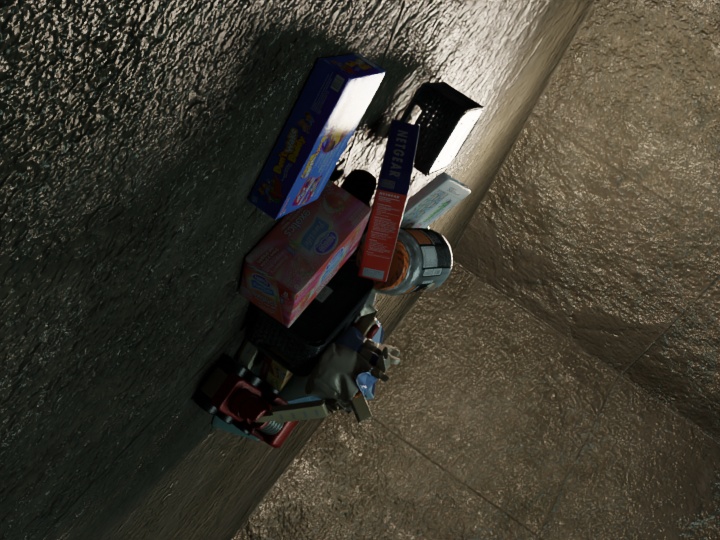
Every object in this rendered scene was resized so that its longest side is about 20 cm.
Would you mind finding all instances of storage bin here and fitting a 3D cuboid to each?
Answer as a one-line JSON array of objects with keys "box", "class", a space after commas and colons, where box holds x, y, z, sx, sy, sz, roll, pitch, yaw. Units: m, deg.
[{"box": [-0.085, 0.063, 1.484, 0.200, 0.135, 0.094, -48, 169, -41], "class": "storage bin"}, {"box": [0.139, -0.261, 1.609, 0.135, 0.094, 0.200, -59, 170, 20], "class": "storage bin"}]

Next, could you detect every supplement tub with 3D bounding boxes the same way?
[{"box": [0.079, -0.018, 1.604, 0.123, 0.122, 0.200, -58, 157, 17], "class": "supplement tub"}]

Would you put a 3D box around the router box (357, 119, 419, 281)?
[{"box": [0.046, -0.115, 1.422, 0.200, 0.049, 0.180, -78, 180, -49], "class": "router box"}]

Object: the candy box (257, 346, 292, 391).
[{"box": [-0.102, 0.116, 1.595, 0.200, 0.055, 0.116, -52, 174, -31], "class": "candy box"}]

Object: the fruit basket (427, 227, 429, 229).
[{"box": [0.055, -0.028, 1.930, 0.216, 0.155, 0.216, -160, -90, -86], "class": "fruit basket"}]

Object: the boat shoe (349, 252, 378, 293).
[{"box": [0.000, 0.000, 1.686, 0.201, 0.061, 0.072, 12, 149, -42], "class": "boat shoe"}]

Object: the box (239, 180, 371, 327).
[{"box": [-0.081, -0.030, 1.305, 0.200, 0.095, 0.103, -50, 169, -34], "class": "box"}]

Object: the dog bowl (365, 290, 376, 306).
[{"box": [-0.024, 0.087, 1.790, 0.200, 0.058, 0.201, -158, -90, -81], "class": "dog bowl"}]

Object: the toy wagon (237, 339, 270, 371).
[{"box": [-0.159, 0.117, 1.611, 0.155, 0.040, 0.200, -59, 172, 20], "class": "toy wagon"}]

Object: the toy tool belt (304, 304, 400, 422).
[{"box": [0.005, 0.162, 1.478, 0.200, 0.123, 0.125, -48, 169, -45], "class": "toy tool belt"}]

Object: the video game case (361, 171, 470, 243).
[{"box": [0.108, -0.107, 1.676, 0.200, 0.024, 0.182, -38, 166, 15], "class": "video game case"}]

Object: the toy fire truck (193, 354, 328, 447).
[{"box": [-0.146, 0.234, 1.462, 0.129, 0.200, 0.176, -53, 144, -8], "class": "toy fire truck"}]

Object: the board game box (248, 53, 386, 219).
[{"box": [-0.053, -0.170, 1.101, 0.200, 0.045, 0.134, -60, 171, 24], "class": "board game box"}]

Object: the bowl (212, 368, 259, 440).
[{"box": [-0.191, 0.256, 1.739, 0.201, 0.105, 0.201, -54, 172, -11], "class": "bowl"}]

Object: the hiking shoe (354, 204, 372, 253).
[{"box": [0.005, -0.072, 1.740, 0.101, 0.076, 0.200, -49, 164, 16], "class": "hiking shoe"}]

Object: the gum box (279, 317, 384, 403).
[{"box": [-0.062, 0.180, 1.624, 0.199, 0.045, 0.170, -15, -145, 22], "class": "gum box"}]

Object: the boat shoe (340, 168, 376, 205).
[{"box": [-0.036, -0.075, 1.452, 0.200, 0.074, 0.066, -52, 165, -22], "class": "boat shoe"}]
